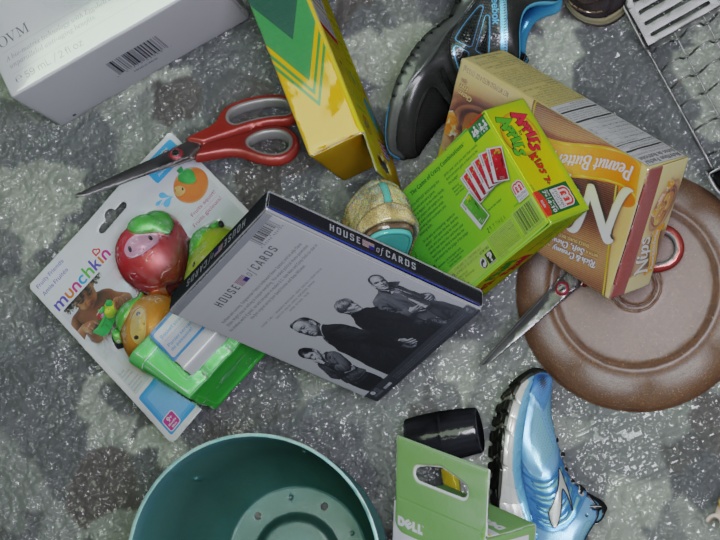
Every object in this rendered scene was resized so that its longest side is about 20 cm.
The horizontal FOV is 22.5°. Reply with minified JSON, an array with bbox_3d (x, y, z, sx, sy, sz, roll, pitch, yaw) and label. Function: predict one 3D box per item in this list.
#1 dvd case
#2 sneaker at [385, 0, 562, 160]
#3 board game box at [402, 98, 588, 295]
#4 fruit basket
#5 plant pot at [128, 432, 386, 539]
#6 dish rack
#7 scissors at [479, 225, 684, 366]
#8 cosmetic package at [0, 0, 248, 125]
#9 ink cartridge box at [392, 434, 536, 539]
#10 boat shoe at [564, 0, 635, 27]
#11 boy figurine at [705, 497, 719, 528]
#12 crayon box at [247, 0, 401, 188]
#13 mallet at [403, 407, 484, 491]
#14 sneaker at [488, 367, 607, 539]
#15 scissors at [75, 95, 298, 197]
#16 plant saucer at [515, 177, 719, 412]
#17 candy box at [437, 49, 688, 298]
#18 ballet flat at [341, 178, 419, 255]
[{"bbox_3d":[-0.027,0.024,1.416,0.150,0.199,0.025,-43,31,40],"label":"dvd case"},{"bbox_3d":[0.091,-0.173,1.500,0.082,0.073,0.201,32,90,13],"label":"sneaker"},{"bbox_3d":[0.085,-0.038,1.436,0.200,0.047,0.102,-43,72,48],"label":"board game box"},{"bbox_3d":[-0.162,0.010,1.520,0.185,0.094,0.200,-46,74,3],"label":"fruit basket"},{"bbox_3d":[-0.067,0.233,1.437,0.199,0.161,0.202,-1,82,11],"label":"plant pot"},{"bbox_3d":[0.311,-0.175,1.457,0.153,0.055,0.201,-29,88,6],"label":"dish rack"},{"bbox_3d":[0.169,0.002,1.460,0.199,0.014,0.073,-29,79,8],"label":"scissors"},{"bbox_3d":[-0.236,-0.268,1.552,0.199,0.123,0.201,-29,77,6],"label":"cosmetic package"},{"bbox_3d":[0.078,0.230,1.407,0.104,0.059,0.201,17,111,47],"label":"ink cartridge box"},{"bbox_3d":[0.233,-0.294,1.486,0.074,0.073,0.201,27,89,13],"label":"boat shoe"},{"bbox_3d":[0.334,0.198,1.413,0.124,0.064,0.201,15,86,13],"label":"boy figurine"},{"bbox_3d":[-0.031,-0.154,1.494,0.051,0.127,0.201,-23,79,8],"label":"crayon box"},{"bbox_3d":[0.070,0.213,1.480,0.065,0.041,0.201,-2,87,11],"label":"mallet"},{"bbox_3d":[0.151,0.178,1.457,0.089,0.078,0.201,-2,89,-4],"label":"sneaker"},{"bbox_3d":[-0.145,-0.104,1.526,0.199,0.014,0.073,-12,57,-6],"label":"scissors"},{"bbox_3d":[0.224,0.014,1.471,0.199,0.037,0.202,-1,82,10],"label":"plant saucer"},{"bbox_3d":[0.152,-0.079,1.425,0.200,0.055,0.116,35,127,34],"label":"candy box"},{"bbox_3d":[0.000,0.000,1.464,0.070,0.200,0.071,9,51,-11],"label":"ballet flat"}]
